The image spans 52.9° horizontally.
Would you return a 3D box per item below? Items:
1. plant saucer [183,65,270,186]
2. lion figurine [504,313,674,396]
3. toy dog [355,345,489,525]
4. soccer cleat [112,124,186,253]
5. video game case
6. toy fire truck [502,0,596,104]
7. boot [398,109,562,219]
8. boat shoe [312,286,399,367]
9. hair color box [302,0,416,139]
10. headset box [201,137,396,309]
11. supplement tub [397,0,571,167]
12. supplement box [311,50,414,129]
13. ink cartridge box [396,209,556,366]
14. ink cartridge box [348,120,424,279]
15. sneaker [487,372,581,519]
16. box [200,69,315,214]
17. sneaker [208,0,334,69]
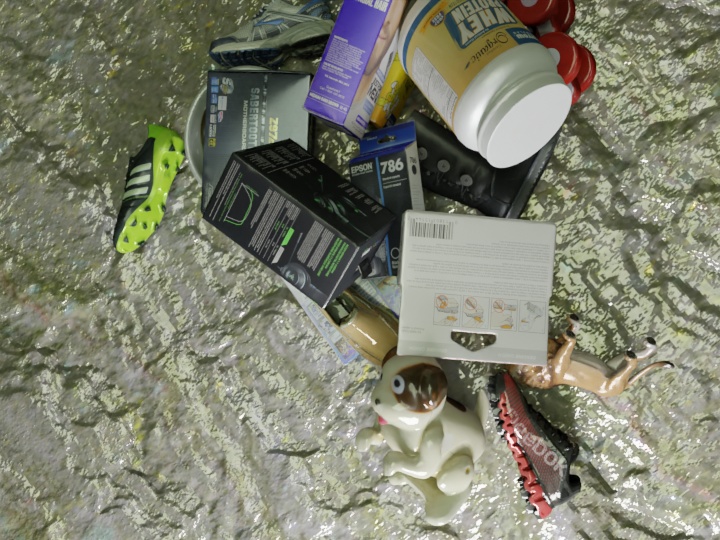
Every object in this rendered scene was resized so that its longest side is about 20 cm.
[{"bbox_3d":[-0.165,-0.197,1.080,0.194,0.050,0.207,0,91,13],"label":"plant saucer"},{"bbox_3d":[0.299,0.130,0.963,0.195,0.073,0.125,21,128,6],"label":"lion figurine"},{"bbox_3d":[0.087,0.196,0.943,0.192,0.140,0.202,-34,122,-7],"label":"toy dog"},{"bbox_3d":[-0.335,-0.126,1.119,0.080,0.067,0.204,29,95,29],"label":"soccer cleat"},{"bbox_3d":[0.000,0.000,1.044,0.199,0.045,0.183,-39,82,9],"label":"video game case"},{"bbox_3d":[0.212,-0.294,0.975,0.165,0.111,0.205,-22,85,31],"label":"toy fire truck"},{"bbox_3d":[0.151,-0.165,0.979,0.197,0.066,0.168,32,122,13],"label":"boot"},{"bbox_3d":[-0.007,0.069,0.985,0.198,0.076,0.072,37,95,7],"label":"boat shoe"},{"bbox_3d":[0.004,-0.276,0.902,0.063,0.109,0.205,22,96,11],"label":"hair color box"},{"bbox_3d":[-0.063,-0.063,0.897,0.198,0.174,0.094,35,113,5],"label":"headset box"},{"bbox_3d":[0.149,-0.241,0.882,0.144,0.144,0.202,-38,62,10],"label":"supplement tub"},{"bbox_3d":[0.033,-0.311,1.007,0.108,0.109,0.203,30,97,11],"label":"supplement box"},{"bbox_3d":[0.143,0.022,0.917,0.194,0.045,0.182,5,88,-3],"label":"ink cartridge box"},{"bbox_3d":[0.037,-0.094,0.978,0.097,0.039,0.206,-8,87,35],"label":"ink cartridge box"},{"bbox_3d":[0.238,0.225,0.975,0.096,0.071,0.205,-22,91,10],"label":"sneaker"},{"bbox_3d":[-0.142,-0.176,1.024,0.153,0.051,0.206,5,93,10],"label":"box"},{"bbox_3d":[-0.130,-0.352,1.071,0.194,0.077,0.088,-10,78,5],"label":"sneaker"}]
